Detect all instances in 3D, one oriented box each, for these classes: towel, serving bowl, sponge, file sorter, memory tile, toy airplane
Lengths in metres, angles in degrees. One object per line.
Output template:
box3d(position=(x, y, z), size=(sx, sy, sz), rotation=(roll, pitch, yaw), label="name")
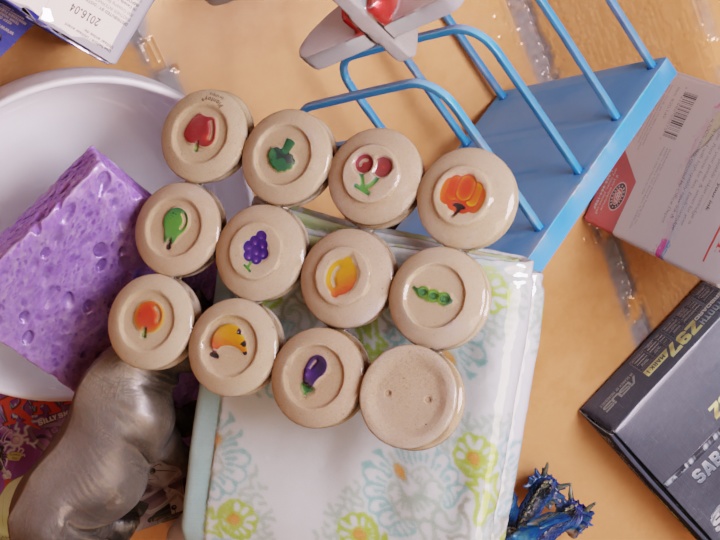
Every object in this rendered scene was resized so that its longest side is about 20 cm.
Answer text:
box3d(position=(-0.001, 0.073, 0.844), size=(0.048, 0.171, 0.201), rotation=(-11, 111, -66), label="towel")
box3d(position=(-0.163, -0.027, 0.919), size=(0.200, 0.066, 0.201), rotation=(-11, 122, -19), label="serving bowl")
box3d(position=(-0.118, 0.028, 0.914), size=(0.112, 0.030, 0.200), rotation=(-44, 126, 6), label="sponge")
box3d(position=(0.056, -0.084, 0.930), size=(0.123, 0.139, 0.200), rotation=(53, 57, -24), label="file sorter")
box3d(position=(-0.028, -0.003, 0.814), size=(0.017, 0.200, 0.154), rotation=(25, 81, -66), label="memory tile")
box3d(position=(0.008, -0.204, 0.871), size=(0.200, 0.199, 0.141), rotation=(-38, 115, -8), label="toy airplane")

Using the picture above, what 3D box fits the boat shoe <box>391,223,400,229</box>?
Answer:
box3d(position=(0.000, 0.000, 1.013), size=(0.200, 0.060, 0.074), rotation=(-20, 115, -17), label="boat shoe")

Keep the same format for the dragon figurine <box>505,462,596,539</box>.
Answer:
box3d(position=(0.096, 0.172, 1.068), size=(0.100, 0.059, 0.200), rotation=(-62, 156, 2), label="dragon figurine")

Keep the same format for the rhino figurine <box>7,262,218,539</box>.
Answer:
box3d(position=(-0.122, 0.083, 0.890), size=(0.087, 0.060, 0.200), rotation=(24, 100, -37), label="rhino figurine")

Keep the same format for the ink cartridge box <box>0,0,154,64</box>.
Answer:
box3d(position=(-0.160, -0.203, 0.864), size=(0.136, 0.076, 0.200), rotation=(30, 91, -29), label="ink cartridge box")

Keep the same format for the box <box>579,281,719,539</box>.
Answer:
box3d(position=(0.275, 0.084, 1.171), size=(0.200, 0.051, 0.158), rotation=(-45, 118, -4), label="box")

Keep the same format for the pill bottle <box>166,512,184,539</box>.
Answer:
box3d(position=(-0.010, 0.124, 0.978), size=(0.200, 0.114, 0.114), rotation=(-47, 121, -25), label="pill bottle")

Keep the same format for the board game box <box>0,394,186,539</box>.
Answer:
box3d(position=(-0.183, 0.114, 0.989), size=(0.200, 0.032, 0.120), rotation=(-16, 109, -19), label="board game box")

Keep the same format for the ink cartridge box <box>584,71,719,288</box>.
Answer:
box3d(position=(0.238, -0.046, 1.025), size=(0.067, 0.200, 0.117), rotation=(22, 97, -28), label="ink cartridge box")
